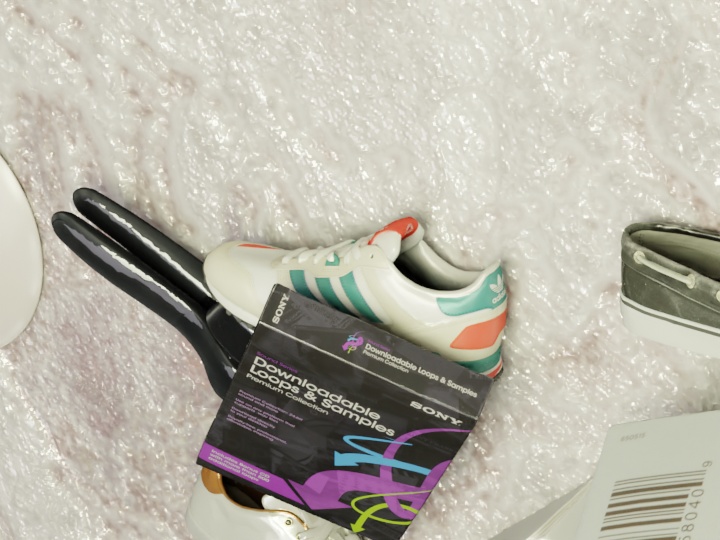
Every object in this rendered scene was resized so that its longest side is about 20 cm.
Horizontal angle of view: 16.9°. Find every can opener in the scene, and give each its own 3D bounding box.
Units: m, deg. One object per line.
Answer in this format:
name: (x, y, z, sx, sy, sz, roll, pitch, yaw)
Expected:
can opener: (-0.110, 0.014, 1.555, 0.200, 0.063, 0.079, 38, 128, 7)

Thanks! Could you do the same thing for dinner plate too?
dinner plate: (-0.307, -0.029, 1.696, 0.200, 0.024, 0.201, 15, 122, 26)

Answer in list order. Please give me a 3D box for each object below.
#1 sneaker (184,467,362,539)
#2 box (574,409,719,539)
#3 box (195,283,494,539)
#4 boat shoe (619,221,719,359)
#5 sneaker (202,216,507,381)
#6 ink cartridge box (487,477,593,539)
sneaker: (-0.030, 0.184, 1.588, 0.200, 0.073, 0.085, 32, 131, 18)
box: (0.230, 0.198, 1.308, 0.200, 0.199, 0.171, -10, 133, 37)
box: (-0.014, 0.093, 1.486, 0.143, 0.036, 0.200, 23, 146, -2)
boat shoe: (0.229, 0.016, 1.324, 0.200, 0.071, 0.064, 11, 121, 31)
sneaker: (0.000, 0.000, 1.475, 0.199, 0.070, 0.094, 20, 122, 18)
ink cartridge box: (0.145, 0.246, 1.497, 0.200, 0.083, 0.145, 52, 132, -1)
